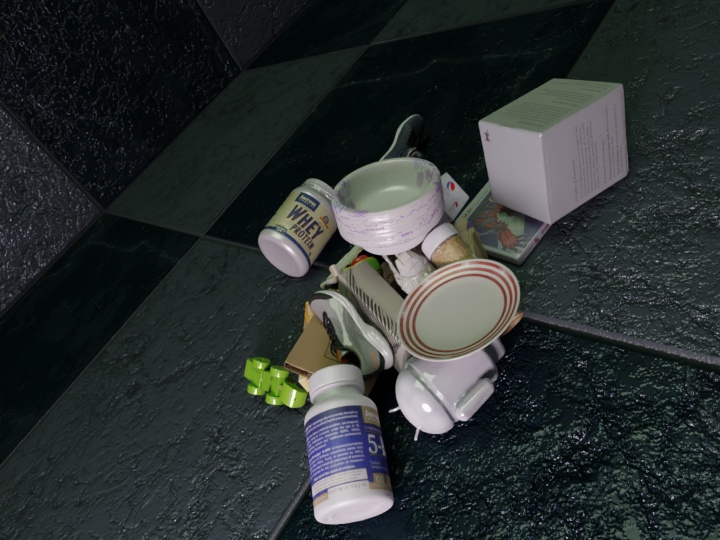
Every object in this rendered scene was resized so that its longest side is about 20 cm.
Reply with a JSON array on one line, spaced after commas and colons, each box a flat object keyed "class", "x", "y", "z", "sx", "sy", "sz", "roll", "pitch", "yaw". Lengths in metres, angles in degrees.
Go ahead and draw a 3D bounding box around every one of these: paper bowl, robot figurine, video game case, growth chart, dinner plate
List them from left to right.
[{"class": "growth chart", "x": -0.011, "y": -0.040, "z": 1.227, "sx": 0.201, "sy": 0.018, "sz": 0.144, "roll": -49, "pitch": 8, "yaw": -12}, {"class": "paper bowl", "x": 0.052, "y": -0.107, "z": 0.986, "sx": 0.193, "sy": 0.107, "sz": 0.203, "roll": -13, "pitch": 33, "yaw": 8}, {"class": "robot figurine", "x": 0.131, "y": 0.162, "z": 0.859, "sx": 0.200, "sy": 0.114, "sz": 0.169, "roll": -44, "pitch": 27, "yaw": -10}, {"class": "dinner plate", "x": 0.146, "y": 0.060, "z": 0.844, "sx": 0.194, "sy": 0.025, "sz": 0.204, "roll": -23, "pitch": 35, "yaw": 17}, {"class": "video game case", "x": 0.284, "y": -0.106, "z": 1.102, "sx": 0.183, "sy": 0.023, "sz": 0.198, "roll": -48, "pitch": 37, "yaw": -14}]

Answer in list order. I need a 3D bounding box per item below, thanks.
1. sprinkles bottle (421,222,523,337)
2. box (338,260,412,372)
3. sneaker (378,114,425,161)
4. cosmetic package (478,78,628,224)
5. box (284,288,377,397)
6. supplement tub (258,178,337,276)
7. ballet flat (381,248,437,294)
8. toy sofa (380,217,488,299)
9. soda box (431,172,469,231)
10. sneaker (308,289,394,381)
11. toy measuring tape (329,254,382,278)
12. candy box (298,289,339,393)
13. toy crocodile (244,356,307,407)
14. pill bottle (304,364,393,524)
[{"class": "sprinkles bottle", "x": 0.184, "y": 0.015, "z": 0.936, "sx": 0.067, "sy": 0.068, "sz": 0.202, "roll": -36, "pitch": 68, "yaw": -2}, {"class": "box", "x": 0.040, "y": 0.079, "z": 0.996, "sx": 0.067, "sy": 0.084, "sz": 0.200, "roll": -26, "pitch": 49, "yaw": -24}, {"class": "sneaker", "x": 0.131, "y": -0.303, "z": 1.391, "sx": 0.206, "sy": 0.076, "sz": 0.145, "roll": -59, "pitch": 28, "yaw": -12}, {"class": "cosmetic package", "x": 0.347, "y": -0.222, "z": 1.015, "sx": 0.196, "sy": 0.171, "sz": 0.167, "roll": -29, "pitch": 31, "yaw": -15}, {"class": "box", "x": -0.026, "y": 0.127, "z": 1.017, "sx": 0.158, "sy": 0.022, "sz": 0.202, "roll": 19, "pitch": 45, "yaw": 13}, {"class": "supplement tub", "x": -0.140, "y": -0.105, "z": 1.360, "sx": 0.142, "sy": 0.146, "sz": 0.203, "roll": 7, "pitch": 54, "yaw": 44}, {"class": "ballet flat", "x": 0.074, "y": -0.021, "z": 1.012, "sx": 0.071, "sy": 0.072, "sz": 0.200, "roll": -37, "pitch": 39, "yaw": -3}, {"class": "toy sofa", "x": 0.140, "y": -0.009, "z": 1.066, "sx": 0.194, "sy": 0.083, "sz": 0.100, "roll": -21, "pitch": 41, "yaw": 22}, {"class": "soda box", "x": 0.134, "y": -0.121, "z": 1.135, "sx": 0.064, "sy": 0.068, "sz": 0.199, "roll": -51, "pitch": 8, "yaw": -20}, {"class": "sneaker", "x": -0.030, "y": 0.107, "z": 0.969, "sx": 0.078, "sy": 0.076, "sz": 0.199, "roll": -31, "pitch": 55, "yaw": -27}, {"class": "toy measuring tape", "x": 0.000, "y": 0.000, "z": 1.107, "sx": 0.071, "sy": 0.199, "sz": 0.077, "roll": -3, "pitch": 81, "yaw": 17}, {"class": "candy box", "x": -0.055, "y": 0.132, "z": 1.101, "sx": 0.112, "sy": 0.056, "sz": 0.204, "roll": -21, "pitch": 39, "yaw": 18}, {"class": "toy crocodile", "x": -0.174, "y": 0.217, "z": 1.109, "sx": 0.197, "sy": 0.060, "sz": 0.070, "roll": 9, "pitch": 90, "yaw": 52}, {"class": "pill bottle", "x": -0.024, "y": 0.254, "z": 0.841, "sx": 0.116, "sy": 0.120, "sz": 0.206, "roll": -23, "pitch": 56, "yaw": 17}]
